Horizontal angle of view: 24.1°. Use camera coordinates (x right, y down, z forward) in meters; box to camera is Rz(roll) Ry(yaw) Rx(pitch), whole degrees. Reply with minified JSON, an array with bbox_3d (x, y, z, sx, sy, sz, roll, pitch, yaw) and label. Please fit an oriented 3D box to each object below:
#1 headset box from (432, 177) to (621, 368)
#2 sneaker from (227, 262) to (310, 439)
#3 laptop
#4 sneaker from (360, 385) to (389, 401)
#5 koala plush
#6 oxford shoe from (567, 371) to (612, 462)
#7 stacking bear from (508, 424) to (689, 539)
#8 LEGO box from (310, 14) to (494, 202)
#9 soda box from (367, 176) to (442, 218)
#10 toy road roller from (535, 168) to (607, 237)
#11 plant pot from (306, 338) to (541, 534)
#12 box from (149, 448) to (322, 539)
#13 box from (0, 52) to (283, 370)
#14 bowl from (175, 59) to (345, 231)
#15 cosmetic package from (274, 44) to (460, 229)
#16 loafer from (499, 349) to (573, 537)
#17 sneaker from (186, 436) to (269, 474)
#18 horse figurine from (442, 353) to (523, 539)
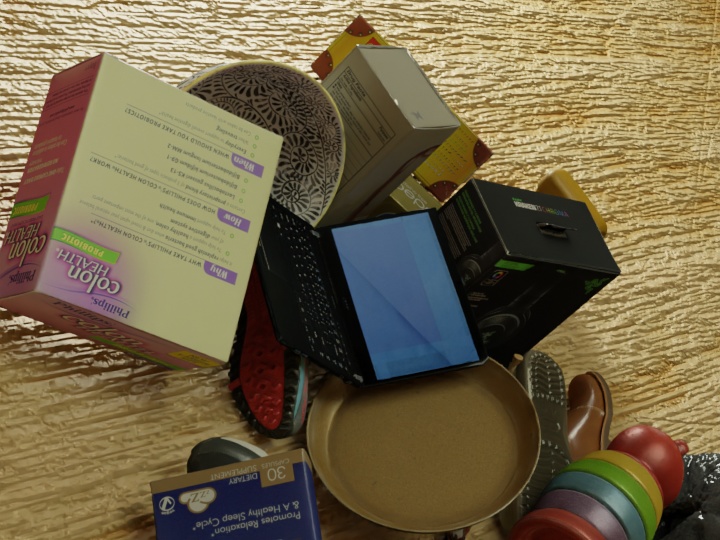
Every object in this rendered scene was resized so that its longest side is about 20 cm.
[{"bbox_3d":[0.127,0.007,1.629,0.174,0.200,0.093,9,47,-44],"label":"headset box"},{"bbox_3d":[-0.059,0.061,1.473,0.095,0.079,0.200,30,43,-42],"label":"sneaker"},{"bbox_3d":[0.000,0.000,1.462,0.200,0.103,0.178,35,30,-51],"label":"laptop"},{"bbox_3d":[0.014,0.131,1.514,0.088,0.077,0.200,-6,55,-14],"label":"sneaker"},{"bbox_3d":[0.363,0.285,1.649,0.200,0.184,0.178,39,32,-34],"label":"koala plush"},{"bbox_3d":[0.216,0.162,1.696,0.071,0.072,0.200,7,30,2],"label":"oxford shoe"},{"bbox_3d":[0.229,0.215,1.537,0.200,0.121,0.114,-39,109,-43],"label":"stacking bear"},{"bbox_3d":[0.045,-0.169,1.785,0.200,0.077,0.149,46,5,-2],"label":"LEGO box"},{"bbox_3d":[0.014,-0.072,1.706,0.200,0.068,0.064,43,32,-7],"label":"soda box"},{"bbox_3d":[0.210,-0.039,1.822,0.200,0.146,0.123,-15,67,-54],"label":"toy road roller"},{"bbox_3d":[0.053,0.145,1.440,0.199,0.028,0.200,1,49,-1],"label":"plant pot"},{"bbox_3d":[-0.083,0.234,1.217,0.032,0.121,0.200,72,6,-59],"label":"box"},{"bbox_3d":[-0.178,-0.042,1.351,0.176,0.097,0.201,23,70,-32],"label":"box"},{"bbox_3d":[-0.122,-0.109,1.520,0.200,0.201,0.094,19,14,-36],"label":"bowl"},{"bbox_3d":[-0.016,-0.111,1.590,0.087,0.200,0.104,-10,63,-54],"label":"cosmetic package"},{"bbox_3d":[0.159,0.176,1.613,0.076,0.068,0.201,26,54,-28],"label":"loafer"},{"bbox_3d":[-0.072,0.213,1.282,0.200,0.074,0.085,54,18,11],"label":"sneaker"},{"bbox_3d":[0.112,0.155,1.548,0.050,0.133,0.200,20,26,-15],"label":"horse figurine"}]
